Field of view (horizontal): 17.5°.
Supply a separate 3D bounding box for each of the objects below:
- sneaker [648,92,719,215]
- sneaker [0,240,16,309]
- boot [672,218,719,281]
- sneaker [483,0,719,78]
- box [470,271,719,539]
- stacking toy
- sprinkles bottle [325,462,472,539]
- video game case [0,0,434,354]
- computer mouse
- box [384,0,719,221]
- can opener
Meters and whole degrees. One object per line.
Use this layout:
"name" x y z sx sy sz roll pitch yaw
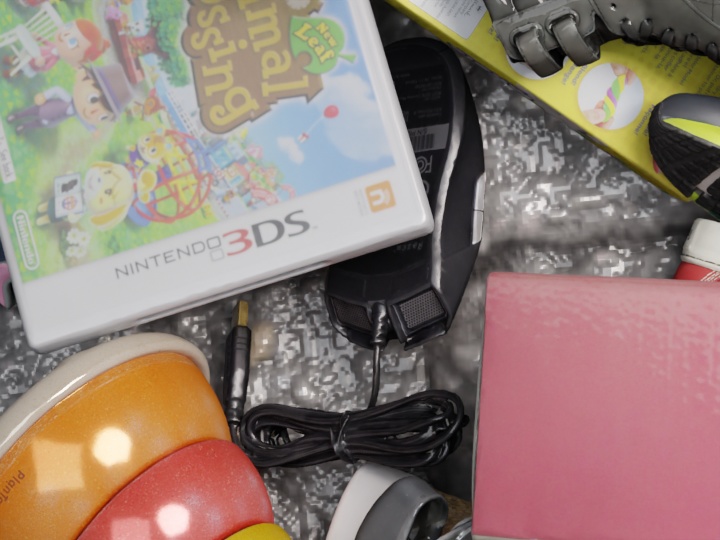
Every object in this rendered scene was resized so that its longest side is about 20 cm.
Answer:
"sneaker" 0.219 -0.061 1.004 0.199 0.074 0.081 5 72 -11
"sneaker" -0.089 -0.017 1.073 0.199 0.070 0.082 4 111 25
"boot" 0.216 0.075 1.006 0.199 0.072 0.145 18 92 18
"sneaker" 0.119 -0.101 0.957 0.200 0.071 0.099 44 97 19
"box" 0.157 0.061 0.926 0.199 0.128 0.109 2 87 21
"stacking toy" -0.072 0.138 1.003 0.146 0.146 0.200 -47 67 5
"sprinkles bottle" 0.083 0.146 1.026 0.199 0.068 0.068 18 89 12
"video game case" -0.081 -0.085 1.011 0.181 0.022 0.201 -17 79 5
"computer mouse" 0.000 0.000 1.067 0.140 0.046 0.201 -12 68 36
"box" 0.115 -0.118 1.029 0.200 0.048 0.118 34 93 -5
"can opener" 0.020 0.178 1.006 0.067 0.053 0.201 39 130 38
